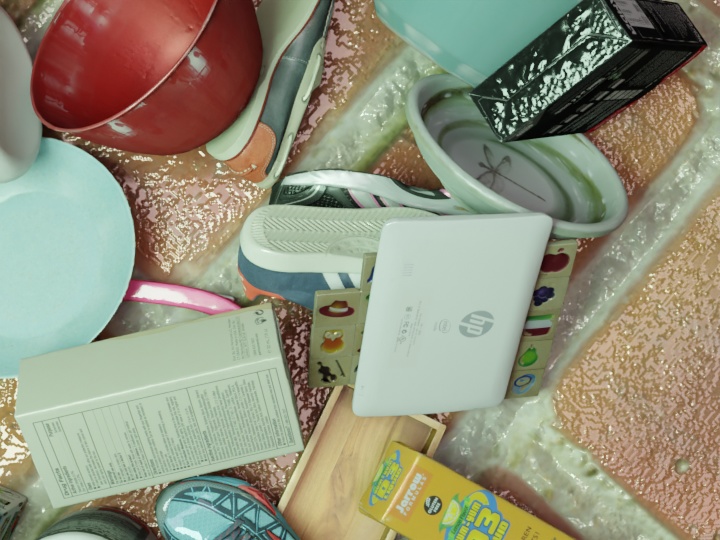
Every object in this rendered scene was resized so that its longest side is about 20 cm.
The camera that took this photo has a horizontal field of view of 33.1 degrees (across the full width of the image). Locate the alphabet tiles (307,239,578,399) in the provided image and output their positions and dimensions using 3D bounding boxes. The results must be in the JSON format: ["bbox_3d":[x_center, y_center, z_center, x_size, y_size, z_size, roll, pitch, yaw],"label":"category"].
[{"bbox_3d":[0.059,0.047,0.945,0.199,0.008,0.167,-3,132,-12],"label":"alphabet tiles"}]

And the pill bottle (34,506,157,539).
[{"bbox_3d":[-0.210,0.246,0.908,0.114,0.200,0.114,0,87,-4],"label":"pill bottle"}]

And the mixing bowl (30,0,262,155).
[{"bbox_3d":[-0.152,-0.166,0.959,0.200,0.200,0.108,-54,134,-5],"label":"mixing bowl"}]

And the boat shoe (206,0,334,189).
[{"bbox_3d":[-0.062,-0.167,1.010,0.063,0.071,0.200,34,71,-39],"label":"boat shoe"}]

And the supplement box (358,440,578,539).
[{"bbox_3d":[0.101,0.213,0.978,0.200,0.069,0.067,30,84,-13],"label":"supplement box"}]

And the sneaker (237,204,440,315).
[{"bbox_3d":[0.000,0.000,0.955,0.199,0.085,0.075,8,48,-11],"label":"sneaker"}]

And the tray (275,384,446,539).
[{"bbox_3d":[-0.017,0.197,1.006,0.098,0.037,0.200,26,85,-2],"label":"tray"}]

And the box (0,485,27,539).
[{"bbox_3d":[-0.326,0.270,0.945,0.035,0.110,0.200,24,85,-2],"label":"box"}]

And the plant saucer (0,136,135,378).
[{"bbox_3d":[-0.273,-0.008,0.984,0.200,0.039,0.202,-2,74,9],"label":"plant saucer"}]

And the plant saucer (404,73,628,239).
[{"bbox_3d":[0.118,-0.081,0.978,0.200,0.200,0.050,28,123,-2],"label":"plant saucer"}]

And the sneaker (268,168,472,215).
[{"bbox_3d":[0.021,-0.032,1.000,0.199,0.080,0.087,9,88,-2],"label":"sneaker"}]

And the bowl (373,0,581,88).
[{"bbox_3d":[0.088,-0.217,0.973,0.201,0.201,0.105,34,106,-1],"label":"bowl"}]

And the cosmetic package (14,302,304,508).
[{"bbox_3d":[-0.151,0.103,0.931,0.199,0.073,0.104,-11,126,-3],"label":"cosmetic package"}]

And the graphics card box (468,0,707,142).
[{"bbox_3d":[0.181,-0.156,0.940,0.125,0.200,0.051,-37,80,31],"label":"graphics card box"}]

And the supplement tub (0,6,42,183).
[{"bbox_3d":[-0.365,-0.126,0.937,0.199,0.145,0.145,-9,87,9],"label":"supplement tub"}]

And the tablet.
[{"bbox_3d":[0.067,0.038,0.925,0.130,0.014,0.200,-3,132,-14],"label":"tablet"}]

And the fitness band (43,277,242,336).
[{"bbox_3d":[-0.167,0.082,1.002,0.199,0.037,0.144,9,87,-2],"label":"fitness band"}]

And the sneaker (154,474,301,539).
[{"bbox_3d":[-0.072,0.227,0.935,0.200,0.096,0.079,35,85,-1],"label":"sneaker"}]
